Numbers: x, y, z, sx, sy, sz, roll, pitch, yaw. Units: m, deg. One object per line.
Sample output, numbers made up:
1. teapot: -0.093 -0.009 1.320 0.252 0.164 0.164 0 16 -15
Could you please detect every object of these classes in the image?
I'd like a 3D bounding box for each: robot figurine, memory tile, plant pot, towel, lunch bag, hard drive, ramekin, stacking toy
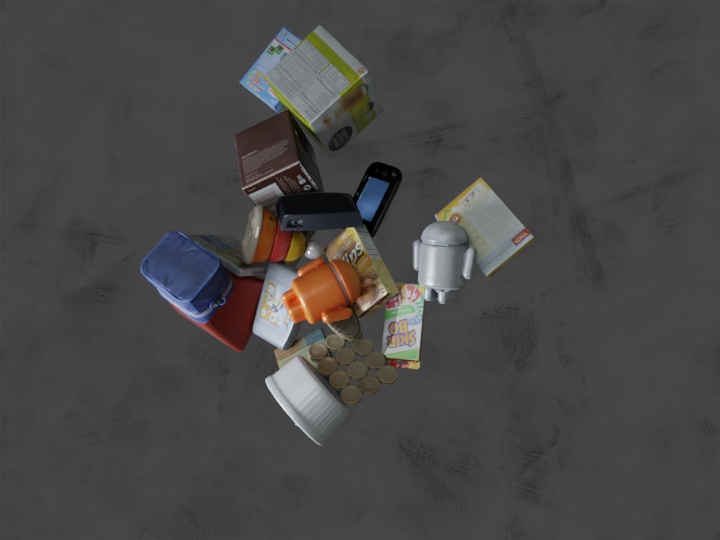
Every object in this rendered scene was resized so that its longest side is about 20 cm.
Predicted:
1. robot figurine: -0.083 0.049 1.537 0.198 0.118 0.144 -27 26 -9
2. memory tile: -0.021 0.220 1.547 0.152 0.017 0.200 -26 50 -22
3. plant pot: -0.365 0.062 1.665 0.198 0.176 0.202 28 86 22
4. robot figurine: 0.193 -0.027 1.528 0.168 0.112 0.203 8 99 34
5. towel: -0.123 0.261 1.623 0.145 0.022 0.202 -25 69 10
6. lunch bag: -0.387 0.022 1.520 0.199 0.133 0.136 33 72 23
7. hard drive: -0.101 -0.145 1.593 0.197 0.043 0.135 -4 33 -13
8. ramekin: -0.114 0.289 1.498 0.098 0.201 0.201 -42 68 -4
9. stacking toy: -0.186 -0.070 1.627 0.198 0.146 0.148 13 78 -19

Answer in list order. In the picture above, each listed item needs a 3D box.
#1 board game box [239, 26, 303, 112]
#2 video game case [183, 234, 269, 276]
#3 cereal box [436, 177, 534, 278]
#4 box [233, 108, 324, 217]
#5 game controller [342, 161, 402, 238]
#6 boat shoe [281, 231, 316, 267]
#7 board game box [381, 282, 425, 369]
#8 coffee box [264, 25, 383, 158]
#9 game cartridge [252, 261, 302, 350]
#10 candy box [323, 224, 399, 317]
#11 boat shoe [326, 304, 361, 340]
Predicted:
1. board game box: -0.225 -0.566 1.854 0.151 0.037 0.201 40 90 22
2. video game case: -0.326 -0.042 1.679 0.199 0.182 0.022 29 105 21
3. cereal box: 0.296 -0.102 1.571 0.143 0.040 0.201 -39 69 6
4. box: -0.205 -0.261 1.677 0.163 0.166 0.202 -23 54 11
5. game controller: 0.029 -0.178 1.674 0.103 0.042 0.202 24 84 21
6. boat shoe: -0.163 -0.104 1.703 0.073 0.063 0.203 24 85 21
7. board game box: 0.104 0.131 1.581 0.094 0.030 0.203 2 79 18
8. coffee box: -0.090 -0.452 1.689 0.198 0.200 0.200 -42 69 -1
9. game cartridge: -0.196 0.088 1.638 0.132 0.041 0.203 24 104 39
10. candy box: 0.000 0.000 1.609 0.115 0.055 0.202 -40 67 32
11. boat shoe: -0.061 0.104 1.613 0.071 0.076 0.200 -35 57 -11
